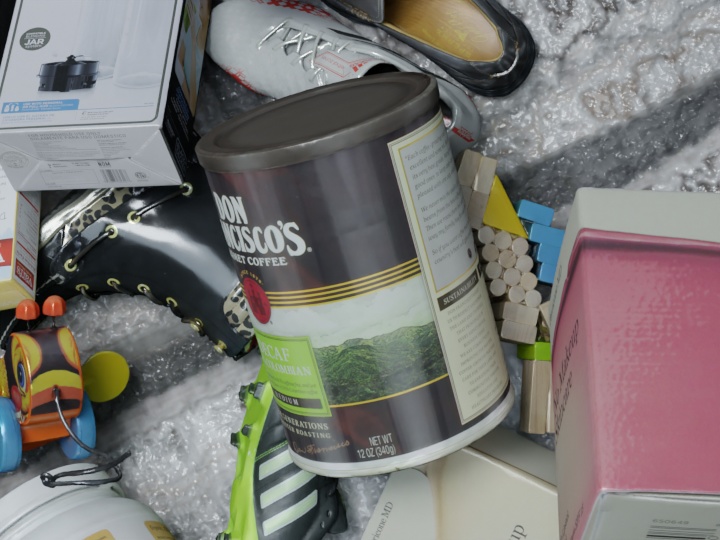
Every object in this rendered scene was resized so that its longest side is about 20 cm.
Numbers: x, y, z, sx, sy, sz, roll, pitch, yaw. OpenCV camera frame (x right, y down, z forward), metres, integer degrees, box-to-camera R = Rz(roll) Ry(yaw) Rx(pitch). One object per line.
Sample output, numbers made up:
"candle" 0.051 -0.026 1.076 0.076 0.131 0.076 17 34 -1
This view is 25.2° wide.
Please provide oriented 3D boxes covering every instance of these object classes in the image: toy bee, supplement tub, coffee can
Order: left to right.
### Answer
"toy bee" -0.198 0.071 1.019 0.199 0.130 0.110 -4 92 40
"supplement tub" -0.157 0.235 1.009 0.144 0.144 0.200 -43 66 5
"coffee can" 0.000 0.000 0.956 0.145 0.146 0.201 -14 107 8

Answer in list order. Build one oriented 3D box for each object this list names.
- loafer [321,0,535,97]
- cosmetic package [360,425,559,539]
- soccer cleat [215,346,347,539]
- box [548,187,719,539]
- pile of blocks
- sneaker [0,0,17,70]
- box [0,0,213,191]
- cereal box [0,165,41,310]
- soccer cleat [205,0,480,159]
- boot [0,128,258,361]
"loafer" 0.025 -0.186 1.042 0.199 0.072 0.073 31 94 8
"cosmetic package" 0.109 0.171 1.014 0.199 0.073 0.104 24 105 8
"soccer cleat" -0.045 0.131 1.056 0.080 0.067 0.202 11 86 -15
"box" 0.169 0.070 0.900 0.108 0.128 0.201 3 53 -1
"pile of blocks" 0.109 0.015 1.036 0.082 0.062 0.201 -21 91 -9
"sneaker" -0.272 -0.170 1.045 0.107 0.067 0.202 -6 43 13
"box" -0.160 -0.150 1.026 0.116 0.060 0.201 -1 57 10
"cereal box" -0.279 -0.061 1.055 0.143 0.040 0.201 -9 61 13
"soccer cleat" -0.015 -0.128 1.040 0.199 0.085 0.069 27 93 8
"boot" -0.142 0.013 1.064 0.154 0.073 0.204 44 96 4
